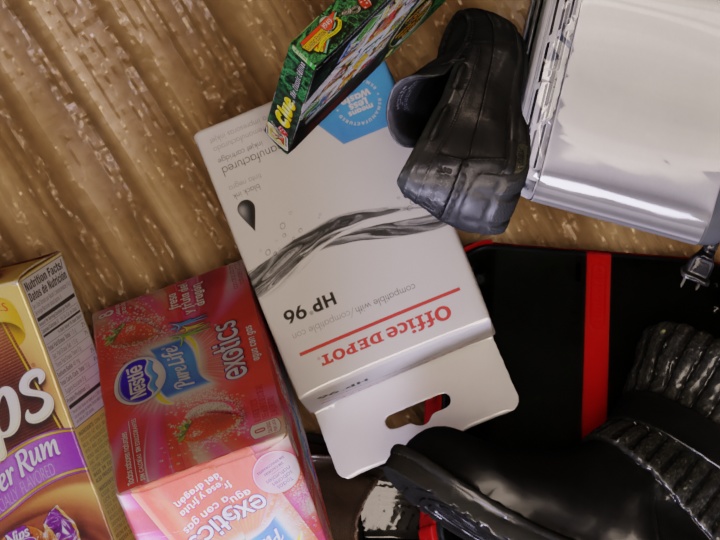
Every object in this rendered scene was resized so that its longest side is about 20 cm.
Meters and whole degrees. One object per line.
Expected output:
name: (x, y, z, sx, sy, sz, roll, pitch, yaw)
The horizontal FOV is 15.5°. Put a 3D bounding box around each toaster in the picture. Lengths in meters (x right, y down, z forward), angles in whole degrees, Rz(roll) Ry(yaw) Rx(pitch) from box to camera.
toaster: (0.151, -0.100, 1.460, 0.129, 0.114, 0.201, 12, 102, -2)

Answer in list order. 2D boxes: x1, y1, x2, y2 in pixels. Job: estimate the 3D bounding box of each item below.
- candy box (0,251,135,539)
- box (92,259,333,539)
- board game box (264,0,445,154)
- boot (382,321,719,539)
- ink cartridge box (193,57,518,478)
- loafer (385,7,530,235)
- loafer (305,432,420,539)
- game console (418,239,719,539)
candy box: (-0.193, 0.100, 1.482, 0.116, 0.056, 0.201, -14, 101, 26)
box: (-0.079, 0.093, 1.428, 0.094, 0.200, 0.103, -20, 119, 1)
board game box: (0.027, -0.152, 1.402, 0.023, 0.105, 0.200, 40, 66, 10)
boot: (0.130, 0.092, 1.443, 0.210, 0.079, 0.158, 26, 77, -10)
ink cartridge box: (0.000, 0.000, 1.455, 0.116, 0.068, 0.201, -23, 80, 1)
loafer: (0.049, -0.089, 1.407, 0.070, 0.201, 0.068, 17, 120, -8)
loafer: (-0.012, 0.132, 1.513, 0.199, 0.071, 0.073, -4, 101, -4)
game console: (0.124, 0.085, 1.501, 0.176, 0.031, 0.201, 5, 77, -10)
